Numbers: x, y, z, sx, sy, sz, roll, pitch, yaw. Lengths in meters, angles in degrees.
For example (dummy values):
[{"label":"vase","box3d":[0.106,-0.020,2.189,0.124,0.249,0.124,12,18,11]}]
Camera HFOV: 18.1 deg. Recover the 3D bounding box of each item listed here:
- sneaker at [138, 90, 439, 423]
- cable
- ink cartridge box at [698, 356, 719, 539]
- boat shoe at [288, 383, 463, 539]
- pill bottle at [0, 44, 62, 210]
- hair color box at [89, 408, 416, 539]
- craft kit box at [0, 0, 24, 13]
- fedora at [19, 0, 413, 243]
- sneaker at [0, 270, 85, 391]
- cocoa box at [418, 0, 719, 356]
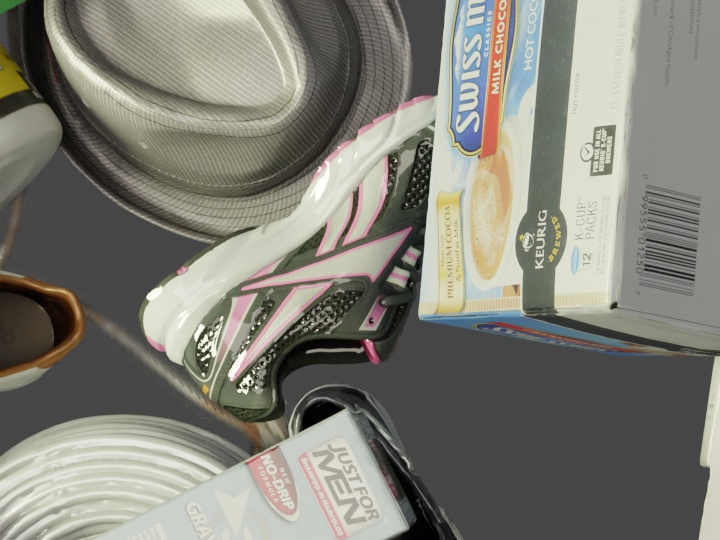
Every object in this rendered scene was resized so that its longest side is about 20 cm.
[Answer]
[{"label":"sneaker","box3d":[0.000,0.000,1.066,0.200,0.080,0.086,-38,74,-4]},{"label":"cable","box3d":[-0.113,0.168,1.083,0.200,0.069,0.200,-35,85,2]},{"label":"ink cartridge box","box3d":[0.226,0.045,1.065,0.117,0.067,0.201,10,87,5]},{"label":"boat shoe","box3d":[0.024,0.145,1.075,0.072,0.068,0.201,-25,86,3]},{"label":"pill bottle","box3d":[-0.244,-0.110,1.084,0.111,0.111,0.200,-39,86,2]},{"label":"hair color box","box3d":[-0.077,0.132,0.999,0.200,0.099,0.061,-28,85,1]},{"label":"craft kit box","box3d":[-0.164,-0.225,1.056,0.200,0.049,0.198,-31,61,-16]},{"label":"fedora","box3d":[-0.075,-0.109,1.081,0.200,0.090,0.177,41,91,5]},{"label":"sneaker","box3d":[-0.221,0.024,1.041,0.199,0.085,0.073,-5,80,-34]},{"label":"cocoa box","box3d":[0.121,-0.067,1.015,0.133,0.131,0.201,11,81,-37]}]
